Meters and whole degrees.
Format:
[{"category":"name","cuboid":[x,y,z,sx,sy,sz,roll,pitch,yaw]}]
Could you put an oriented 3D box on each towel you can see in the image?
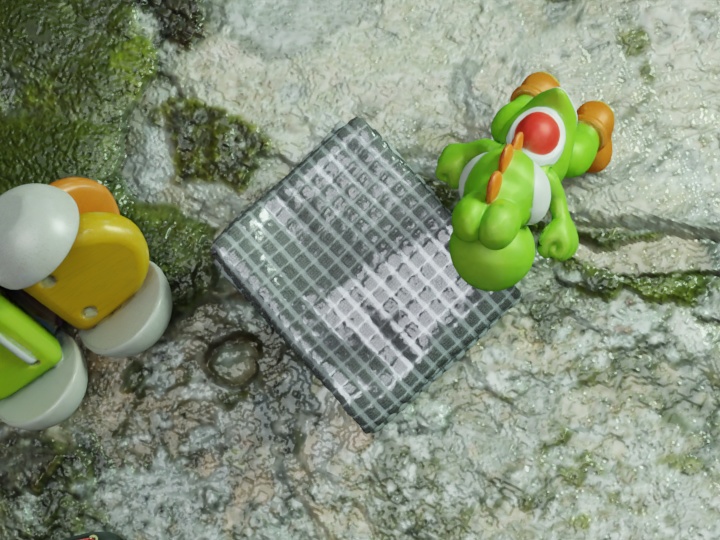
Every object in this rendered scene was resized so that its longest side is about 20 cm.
[{"category":"towel","cuboid":[0.000,0.000,1.254,0.166,0.086,0.200,-43,81,3]}]

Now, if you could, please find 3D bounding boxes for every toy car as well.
[{"category":"toy car","cuboid":[-0.259,0.010,1.269,0.200,0.175,0.150,-41,47,4]}]

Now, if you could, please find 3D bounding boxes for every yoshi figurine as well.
[{"category":"yoshi figurine","cuboid":[0.113,-0.056,1.202,0.112,0.200,0.112,-17,111,36]}]

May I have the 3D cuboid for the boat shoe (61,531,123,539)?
[{"category":"boat shoe","cuboid":[-0.268,0.259,1.290,0.201,0.074,0.063,-20,47,16]}]
